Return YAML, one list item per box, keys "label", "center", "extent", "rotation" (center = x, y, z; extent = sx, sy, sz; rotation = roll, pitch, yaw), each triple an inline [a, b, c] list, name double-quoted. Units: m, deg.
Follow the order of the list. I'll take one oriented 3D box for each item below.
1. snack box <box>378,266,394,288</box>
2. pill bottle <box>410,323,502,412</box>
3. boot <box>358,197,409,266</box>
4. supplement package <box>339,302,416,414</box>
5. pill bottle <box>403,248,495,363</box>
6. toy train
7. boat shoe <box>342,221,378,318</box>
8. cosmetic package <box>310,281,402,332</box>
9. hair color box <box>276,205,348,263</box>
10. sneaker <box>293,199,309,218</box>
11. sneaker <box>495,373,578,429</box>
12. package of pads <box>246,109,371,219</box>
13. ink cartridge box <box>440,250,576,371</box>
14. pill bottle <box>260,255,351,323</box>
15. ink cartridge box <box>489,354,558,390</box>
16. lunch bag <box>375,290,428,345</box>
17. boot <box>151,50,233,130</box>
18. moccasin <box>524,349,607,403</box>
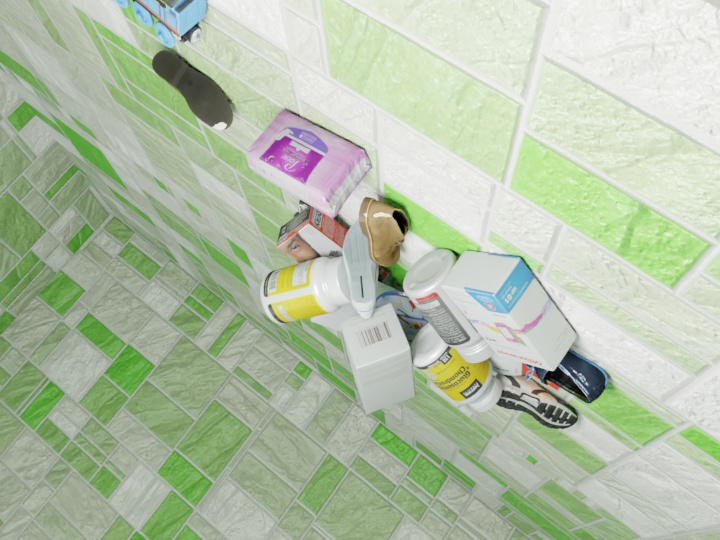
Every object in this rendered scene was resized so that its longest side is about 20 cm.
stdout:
- label: "snack box"
  center: [0.016, 0.034, 1.726]
  extent: [0.141, 0.053, 0.201]
  rotation: [31, 160, 24]
- label: "pill bottle"
  center: [0.199, 0.198, 1.477]
  extent: [0.200, 0.113, 0.111]
  rotation: [42, 164, -23]
- label: "boot"
  center: [0.056, -0.060, 1.353]
  extent: [0.074, 0.075, 0.201]
  rotation: [11, 157, 20]
- label: "supplement package"
  center: [0.038, 0.182, 1.481]
  extent: [0.202, 0.115, 0.119]
  rotation: [80, 169, -53]
- label: "pill bottle"
  center: [0.176, 0.069, 1.342]
  extent: [0.201, 0.114, 0.113]
  rotation: [51, 160, -25]
- label: "toy train"
  center: [-0.336, -0.457, 1.182]
  extent: [0.199, 0.087, 0.115]
  rotation: [41, 155, 5]
- label: "boat shoe"
  center: [0.000, 0.000, 1.446]
  extent: [0.072, 0.204, 0.067]
  rotation: [0, 147, 5]
- label: "cosmetic package"
  center: [0.005, 0.084, 1.619]
  extent: [0.149, 0.053, 0.198]
  rotation: [-30, 145, 31]
- label: "hair color box"
  center: [-0.069, -0.042, 1.549]
  extent: [0.199, 0.065, 0.110]
  rotation: [36, 132, -28]
- label: "sneaker"
  center: [-0.107, -0.107, 1.574]
  extent: [0.073, 0.089, 0.201]
  rotation: [33, 161, 22]
- label: "sneaker"
  center: [0.373, 0.268, 1.546]
  extent: [0.197, 0.081, 0.074]
  rotation: [25, 133, 1]
- label: "package of pads"
  center: [-0.091, -0.187, 1.267]
  extent: [0.198, 0.121, 0.076]
  rotation: [31, 162, 26]
- label: "ink cartridge box"
  center: [0.253, 0.068, 1.237]
  extent: [0.200, 0.085, 0.144]
  rotation: [47, 162, -26]
- label: "pill bottle"
  center: [-0.101, 0.038, 1.508]
  extent: [0.197, 0.116, 0.115]
  rotation: [-14, 133, 31]
- label: "ink cartridge box"
  center: [0.306, 0.176, 1.470]
  extent: [0.199, 0.057, 0.163]
  rotation: [37, 164, 27]
- label: "lunch bag"
  center: [0.071, 0.121, 1.580]
  extent: [0.157, 0.077, 0.201]
  rotation: [14, 139, -22]
- label: "boot"
  center: [-0.327, -0.360, 1.463]
  extent: [0.200, 0.074, 0.075]
  rotation: [44, -178, 1]
- label: "moccasin"
  center: [0.344, 0.171, 1.313]
  extent: [0.198, 0.068, 0.081]
  rotation: [23, 145, 36]
